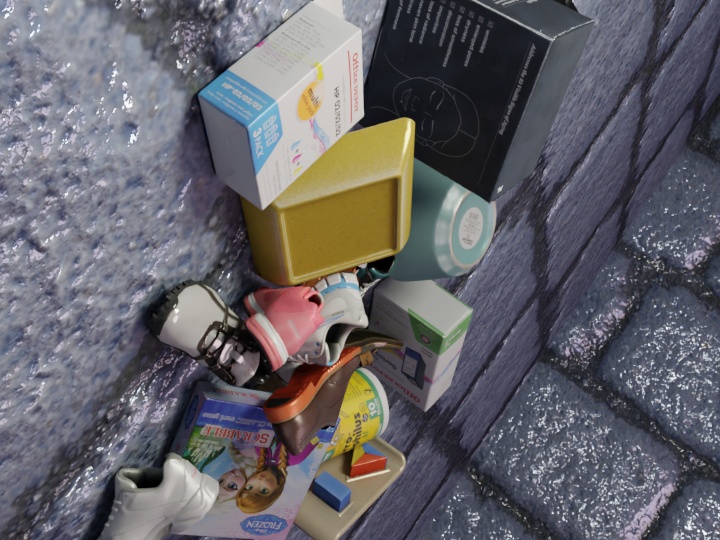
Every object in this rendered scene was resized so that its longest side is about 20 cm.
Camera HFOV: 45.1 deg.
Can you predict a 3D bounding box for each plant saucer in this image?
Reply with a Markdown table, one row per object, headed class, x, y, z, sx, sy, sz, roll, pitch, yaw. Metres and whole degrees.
| class | x | y | z | sx | sy | sz | roll | pitch | yaw |
| --- | --- | --- | --- | --- | --- | --- | --- | --- | --- |
| plant saucer | -0.027 | -0.059 | 0.954 | 0.196 | 0.049 | 0.201 | -17 | 147 | -9 |

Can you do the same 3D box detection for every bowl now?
| class | x | y | z | sx | sy | sz | roll | pitch | yaw |
| --- | --- | --- | --- | --- | --- | --- | --- | --- | --- |
| bowl | 0.117 | -0.072 | 1.211 | 0.199 | 0.104 | 0.205 | -21 | 119 | -44 |

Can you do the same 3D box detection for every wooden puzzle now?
| class | x | y | z | sx | sy | sz | roll | pitch | yaw |
| --- | --- | --- | --- | --- | --- | --- | --- | --- | --- |
| wooden puzzle | -0.053 | 0.298 | 1.330 | 0.199 | 0.183 | 0.047 | -38 | 148 | -39 |

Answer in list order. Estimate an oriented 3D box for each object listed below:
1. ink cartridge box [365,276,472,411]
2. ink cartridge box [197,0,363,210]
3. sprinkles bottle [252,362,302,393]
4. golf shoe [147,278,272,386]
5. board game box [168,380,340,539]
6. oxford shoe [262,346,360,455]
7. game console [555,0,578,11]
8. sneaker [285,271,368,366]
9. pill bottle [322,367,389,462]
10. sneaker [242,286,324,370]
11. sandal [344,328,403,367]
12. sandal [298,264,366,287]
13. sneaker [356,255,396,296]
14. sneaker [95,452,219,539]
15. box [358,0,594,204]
| class | x | y | z | sx | sy | sz | roll | pitch | yaw |
| --- | --- | --- | --- | --- | --- | --- | --- | --- | --- |
| ink cartridge box | 0.089 | 0.113 | 1.432 | 0.087 | 0.144 | 0.202 | -39 | 153 | -34 |
| ink cartridge box | -0.057 | -0.171 | 0.838 | 0.200 | 0.067 | 0.116 | -47 | 156 | -25 |
| sprinkles bottle | -0.136 | 0.203 | 1.168 | 0.202 | 0.068 | 0.068 | -56 | 158 | 5 |
| golf shoe | -0.151 | 0.073 | 0.940 | 0.078 | 0.094 | 0.200 | -54 | 157 | -2 |
| board game box | -0.150 | 0.250 | 1.111 | 0.197 | 0.041 | 0.202 | 14 | 109 | -32 |
| oxford shoe | -0.052 | 0.158 | 1.090 | 0.200 | 0.070 | 0.074 | -37 | 110 | -53 |
| game console | 0.236 | -0.326 | 1.319 | 0.201 | 0.116 | 0.176 | -54 | 128 | -9 |
| sneaker | -0.071 | 0.090 | 1.076 | 0.199 | 0.088 | 0.074 | -39 | 151 | 23 |
| pill bottle | -0.062 | 0.224 | 1.284 | 0.198 | 0.113 | 0.114 | -16 | 137 | -39 |
| sneaker | -0.078 | 0.052 | 0.971 | 0.086 | 0.075 | 0.200 | -30 | -167 | -2 |
| sandal | -0.007 | 0.120 | 1.317 | 0.199 | 0.081 | 0.056 | -2 | 109 | -61 |
| sandal | -0.024 | -0.019 | 1.085 | 0.059 | 0.078 | 0.209 | -77 | -170 | -65 |
| sneaker | 0.000 | 0.000 | 1.170 | 0.071 | 0.080 | 0.202 | -34 | 153 | -39 |
| sneaker | -0.266 | 0.281 | 1.019 | 0.199 | 0.100 | 0.078 | -38 | -165 | 6 |
| box | 0.125 | -0.222 | 0.984 | 0.123 | 0.195 | 0.203 | -31 | 147 | -46 |
